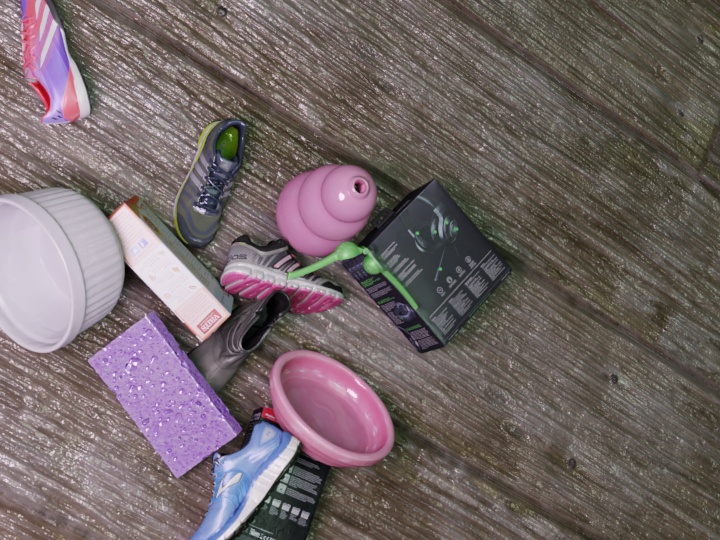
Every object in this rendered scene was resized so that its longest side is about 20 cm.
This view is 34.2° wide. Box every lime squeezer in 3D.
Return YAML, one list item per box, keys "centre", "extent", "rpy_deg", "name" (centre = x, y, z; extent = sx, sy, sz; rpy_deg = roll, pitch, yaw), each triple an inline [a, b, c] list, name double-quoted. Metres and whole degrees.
- centre: [0.000, 0.000, 1.635]
  extent: [0.198, 0.038, 0.071]
  rpy_deg: [14, 79, -20]
  name: "lime squeezer"

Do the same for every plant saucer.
- centre: [-0.046, 0.197, 1.615]
  extent: [0.200, 0.051, 0.201]
  rpy_deg: [30, 26, -16]
  name: "plant saucer"

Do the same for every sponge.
- centre: [-0.257, 0.165, 1.546]
  extent: [0.111, 0.030, 0.201]
  rpy_deg: [-34, 96, 18]
  name: "sponge"

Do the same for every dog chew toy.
- centre: [-0.041, -0.092, 1.644]
  extent: [0.123, 0.200, 0.126]
  rpy_deg: [5, 77, -23]
  name: "dog chew toy"

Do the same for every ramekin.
- centre: [-0.388, -0.009, 1.469]
  extent: [0.105, 0.199, 0.201]
  rpy_deg: [-29, 92, -48]
  name: "ramekin"

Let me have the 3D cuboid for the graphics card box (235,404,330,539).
- centre: [-0.118, 0.302, 1.607]
  extent: [0.125, 0.051, 0.201]
  rpy_deg: [25, 69, -18]
  name: "graphics card box"

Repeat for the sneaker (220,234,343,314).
- centre: [-0.108, 0.001, 1.663]
  extent: [0.199, 0.074, 0.088]
  rpy_deg: [16, 55, -31]
  name: "sneaker"

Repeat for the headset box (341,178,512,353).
- centre: [0.095, -0.011, 1.750]
  extent: [0.200, 0.093, 0.174]
  rpy_deg: [48, 65, -9]
  name: "headset box"

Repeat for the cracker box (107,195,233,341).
- centre: [-0.256, -0.005, 1.558]
  extent: [0.058, 0.134, 0.200]
  rpy_deg: [-43, 98, 2]
  name: "cracker box"

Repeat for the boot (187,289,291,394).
- centre: [-0.178, 0.108, 1.575]
  extent: [0.068, 0.130, 0.201]
  rpy_deg: [40, 65, -11]
  name: "boot"

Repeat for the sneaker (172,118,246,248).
- centre: [-0.208, -0.128, 1.640]
  extent: [0.073, 0.081, 0.202]
  rpy_deg: [18, 72, -20]
  name: "sneaker"

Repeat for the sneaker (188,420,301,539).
- centre: [-0.166, 0.282, 1.522]
  extent: [0.089, 0.079, 0.201]
  rpy_deg: [36, 81, 10]
  name: "sneaker"

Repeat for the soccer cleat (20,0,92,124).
- centre: [-0.429, -0.295, 1.584]
  extent: [0.073, 0.068, 0.202]
  rpy_deg: [-21, 91, -23]
  name: "soccer cleat"
